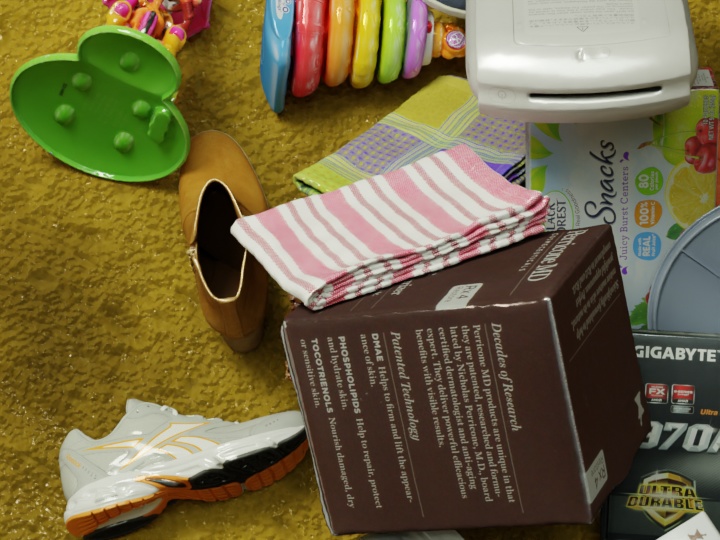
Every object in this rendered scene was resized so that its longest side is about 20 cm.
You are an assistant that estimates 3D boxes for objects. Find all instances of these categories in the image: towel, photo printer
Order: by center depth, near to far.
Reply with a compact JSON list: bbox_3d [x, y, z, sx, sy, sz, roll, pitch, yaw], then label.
[{"bbox_3d":[0.019,-0.037,1.548,0.199,0.030,0.146,-19,27,-19],"label":"towel"},{"bbox_3d":[0.159,-0.173,1.570,0.166,0.070,0.200,-2,33,3],"label":"photo printer"},{"bbox_3d":[0.060,-0.091,1.682,0.143,0.023,0.200,25,44,33],"label":"towel"}]

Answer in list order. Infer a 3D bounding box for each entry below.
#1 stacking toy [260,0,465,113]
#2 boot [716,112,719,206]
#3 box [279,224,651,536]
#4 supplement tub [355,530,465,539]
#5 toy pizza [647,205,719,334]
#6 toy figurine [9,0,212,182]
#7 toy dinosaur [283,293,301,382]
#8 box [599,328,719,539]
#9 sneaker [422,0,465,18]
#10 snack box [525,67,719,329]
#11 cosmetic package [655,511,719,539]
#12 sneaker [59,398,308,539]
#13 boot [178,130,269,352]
[{"bbox_3d":[0.020,-0.189,1.749,0.199,0.110,0.116,5,66,-4],"label":"stacking toy"},{"bbox_3d":[0.325,-0.042,1.671,0.107,0.075,0.200,-41,52,-10],"label":"boot"},{"bbox_3d":[0.078,0.076,1.517,0.199,0.166,0.165,-6,106,24],"label":"box"},{"bbox_3d":[0.004,0.276,1.529,0.200,0.140,0.140,-38,71,-13],"label":"supplement tub"},{"bbox_3d":[0.316,0.032,1.623,0.199,0.032,0.201,2,110,5],"label":"toy pizza"},{"bbox_3d":[-0.174,-0.200,1.724,0.150,0.200,0.185,24,57,-9],"label":"toy figurine"},{"bbox_3d":[0.000,0.000,1.686,0.135,0.102,0.201,19,88,26],"label":"toy dinosaur"},{"bbox_3d":[0.280,0.127,1.596,0.199,0.046,0.160,4,93,5],"label":"box"},{"bbox_3d":[0.135,-0.245,1.693,0.199,0.085,0.075,2,64,9],"label":"sneaker"},{"bbox_3d":[0.196,-0.051,1.632,0.142,0.201,0.053,-2,27,3],"label":"snack box"},{"bbox_3d":[0.225,0.250,1.496,0.074,0.200,0.102,-29,69,-9],"label":"cosmetic package"},{"bbox_3d":[-0.137,0.129,1.635,0.199,0.076,0.092,-17,63,-5],"label":"sneaker"},{"bbox_3d":[-0.106,-0.045,1.665,0.071,0.144,0.202,-10,67,-2],"label":"boot"}]
